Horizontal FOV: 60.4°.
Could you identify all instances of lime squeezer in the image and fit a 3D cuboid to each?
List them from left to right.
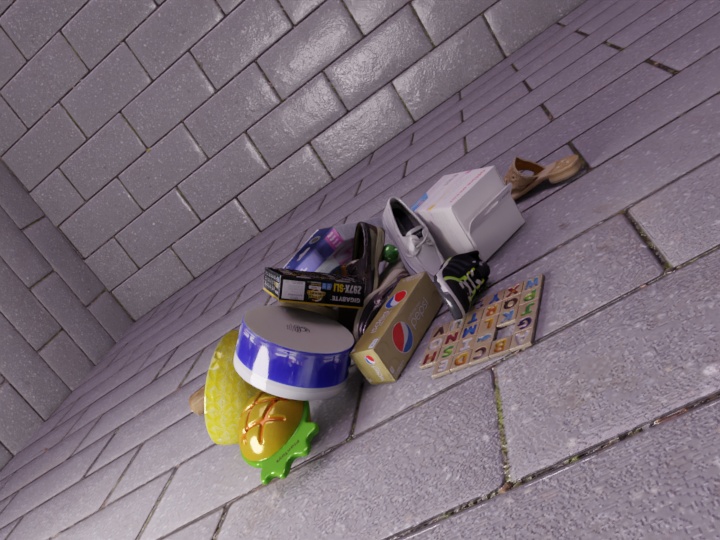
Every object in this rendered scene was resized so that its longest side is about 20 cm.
[{"bbox_3d":[0.058,-0.047,1.273,0.071,0.038,0.198,-50,22,-21],"label":"lime squeezer"}]

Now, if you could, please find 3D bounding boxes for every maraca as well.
[{"bbox_3d":[-0.128,0.251,0.963,0.137,0.107,0.199,-46,26,-7],"label":"maraca"}]

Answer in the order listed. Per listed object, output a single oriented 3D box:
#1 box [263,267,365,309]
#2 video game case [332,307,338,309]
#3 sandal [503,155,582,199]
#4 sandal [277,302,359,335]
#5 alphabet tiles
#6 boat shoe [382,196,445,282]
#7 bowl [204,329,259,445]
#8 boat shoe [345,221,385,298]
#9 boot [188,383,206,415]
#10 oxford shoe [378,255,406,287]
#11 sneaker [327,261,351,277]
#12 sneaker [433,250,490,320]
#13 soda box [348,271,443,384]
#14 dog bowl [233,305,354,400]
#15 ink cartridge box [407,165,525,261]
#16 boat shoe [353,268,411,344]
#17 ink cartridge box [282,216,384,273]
[{"bbox_3d":[-0.091,0.030,1.149,0.154,0.051,0.199,4,3,-18],"label":"box"},{"bbox_3d":[-0.083,0.090,1.411,0.197,0.046,0.183,-31,19,22],"label":"video game case"},{"bbox_3d":[0.333,-0.200,1.233,0.209,0.070,0.078,-20,23,47],"label":"sandal"},{"bbox_3d":[-0.069,0.104,1.198,0.206,0.070,0.080,3,66,34],"label":"sandal"},{"bbox_3d":[0.178,0.086,0.926,0.197,0.008,0.168,-26,20,34],"label":"alphabet tiles"},{"bbox_3d":[0.101,-0.054,1.160,0.072,0.201,0.066,-29,-28,-19],"label":"boat shoe"},{"bbox_3d":[-0.194,0.216,1.125,0.104,0.206,0.201,3,28,12],"label":"bowl"},{"bbox_3d":[0.000,0.000,1.219,0.073,0.063,0.206,-34,41,53],"label":"boat shoe"},{"bbox_3d":[-0.301,0.259,1.400,0.198,0.067,0.175,-38,4,-1],"label":"boot"},{"bbox_3d":[0.075,0.017,1.254,0.074,0.058,0.202,-9,38,51],"label":"oxford shoe"},{"bbox_3d":[-0.067,0.043,1.335,0.196,0.077,0.088,-26,2,30],"label":"sneaker"},{"bbox_3d":[0.172,0.009,1.020,0.081,0.073,0.201,-28,14,18],"label":"sneaker"},{"bbox_3d":[0.065,0.093,1.040,0.063,0.068,0.201,-19,25,47],"label":"soda box"},{"bbox_3d":[-0.109,0.132,1.032,0.201,0.193,0.081,-107,31,-73],"label":"dog bowl"},{"bbox_3d":[0.202,-0.102,1.175,0.128,0.127,0.199,-41,17,-17],"label":"ink cartridge box"},{"bbox_3d":[0.055,0.066,1.132,0.063,0.073,0.200,-5,31,41],"label":"boat shoe"},{"bbox_3d":[-0.064,-0.032,1.327,0.197,0.044,0.196,-19,-19,-47],"label":"ink cartridge box"}]
